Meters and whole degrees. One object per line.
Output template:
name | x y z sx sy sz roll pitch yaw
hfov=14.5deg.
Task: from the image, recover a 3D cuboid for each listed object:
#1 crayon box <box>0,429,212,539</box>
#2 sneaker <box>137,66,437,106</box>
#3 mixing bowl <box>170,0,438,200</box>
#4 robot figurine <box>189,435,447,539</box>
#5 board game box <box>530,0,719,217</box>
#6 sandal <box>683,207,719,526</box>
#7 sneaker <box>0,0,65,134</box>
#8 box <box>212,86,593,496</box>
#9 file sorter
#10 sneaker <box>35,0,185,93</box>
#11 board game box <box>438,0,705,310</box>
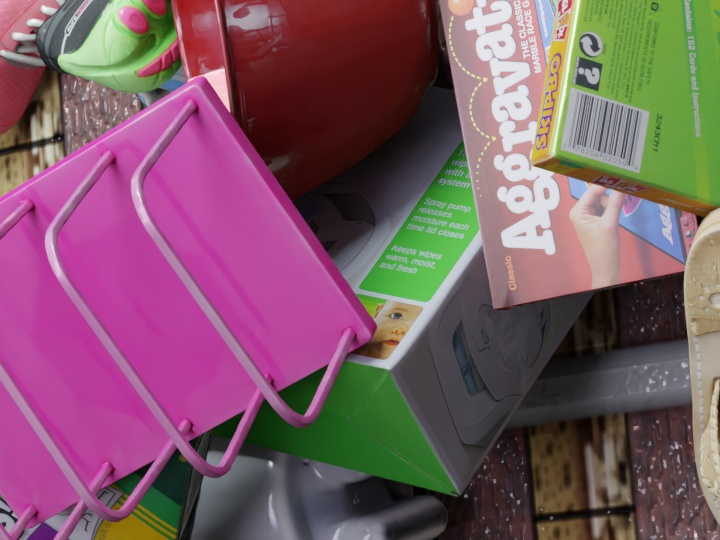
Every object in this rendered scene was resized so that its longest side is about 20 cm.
crayon box | -0.171 0.124 1.388 0.172 0.058 0.200 15 126 3
sneaker | -0.041 -0.109 1.502 0.200 0.072 0.073 10 125 34
mixing bowl | -0.026 -0.125 1.321 0.200 0.108 0.200 170 90 -83
robot figurine | -0.052 0.125 1.457 0.200 0.113 0.170 -13 88 38
board game box | 0.173 -0.067 1.234 0.030 0.200 0.096 158 124 -67
sandal | 0.173 0.079 1.229 0.078 0.070 0.212 -2 122 22
sneaker | -0.180 -0.161 1.608 0.087 0.074 0.200 30 106 35
box | 0.000 0.000 1.375 0.200 0.097 0.177 12 54 39
file sorter | -0.122 0.039 1.222 0.200 0.125 0.139 -29 104 22
sneaker | -0.105 -0.165 1.475 0.084 0.200 0.077 3 124 29
board game box | 0.091 -0.089 1.264 0.103 0.019 0.200 -13 85 25
